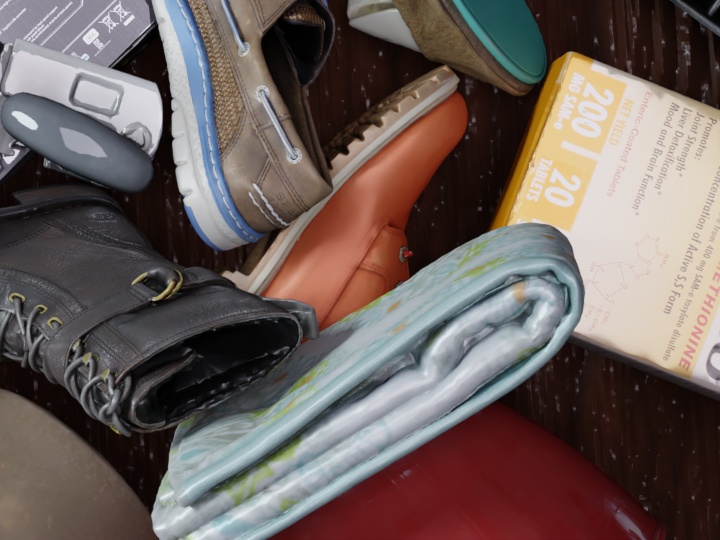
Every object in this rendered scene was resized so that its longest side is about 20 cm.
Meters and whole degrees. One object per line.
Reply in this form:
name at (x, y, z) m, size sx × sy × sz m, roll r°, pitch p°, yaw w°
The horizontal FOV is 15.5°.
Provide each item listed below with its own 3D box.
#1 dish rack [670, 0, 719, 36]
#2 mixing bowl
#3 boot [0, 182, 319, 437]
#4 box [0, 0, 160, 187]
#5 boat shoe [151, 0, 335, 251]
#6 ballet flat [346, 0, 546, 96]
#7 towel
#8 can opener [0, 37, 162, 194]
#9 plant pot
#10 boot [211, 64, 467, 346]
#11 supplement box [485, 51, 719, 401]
dish rack at (0.221, -0.199, 1.258) m, size 0.153 × 0.055 × 0.200 m, roll 36°, pitch 100°, yaw -3°
mixing bowl at (0.024, 0.122, 1.171) m, size 0.200 × 0.200 × 0.108 m, roll -33°, pitch 94°, yaw -5°
boot at (-0.140, 0.026, 1.158) m, size 0.200 × 0.174 × 0.069 m, roll -24°, pitch 123°, yaw -24°
box at (-0.215, -0.104, 1.241) m, size 0.158 × 0.048 × 0.200 m, roll 44°, pitch 85°, yaw -1°
boat shoe at (-0.049, -0.109, 1.220) m, size 0.072 × 0.072 × 0.200 m, roll -16°, pitch 70°, yaw 17°
ballet flat at (0.012, -0.149, 1.232) m, size 0.072 × 0.200 × 0.068 m, roll -17°, pitch 45°, yaw 26°
towel at (0.005, 0.044, 1.130) m, size 0.200 × 0.171 × 0.048 m, roll -31°, pitch 97°, yaw 6°
can opener at (-0.182, -0.088, 1.190) m, size 0.200 × 0.066 × 0.053 m, roll 19°, pitch 88°, yaw 1°
plant pot at (-0.182, 0.151, 1.178) m, size 0.200 × 0.200 × 0.175 m, roll 43°, pitch 69°, yaw -2°
boot at (0.000, 0.000, 1.246) m, size 0.107 × 0.075 × 0.200 m, roll 39°, pitch 93°, yaw -6°
supplement box at (0.164, -0.008, 1.253) m, size 0.200 × 0.074 × 0.126 m, roll 21°, pitch 87°, yaw -3°
